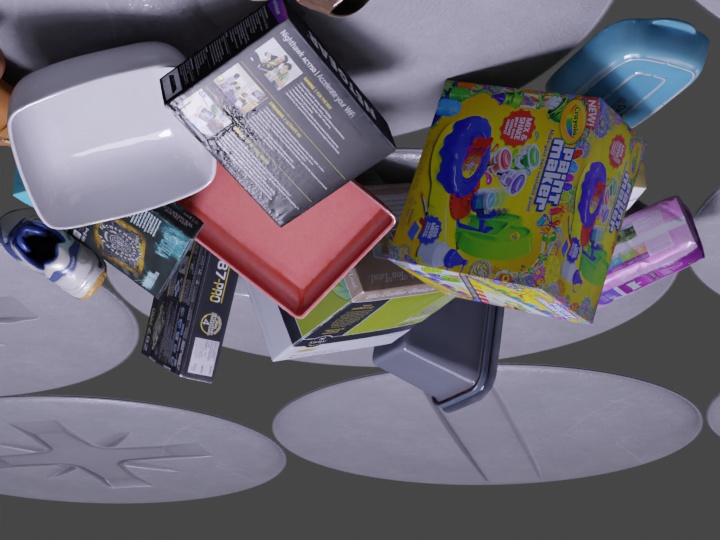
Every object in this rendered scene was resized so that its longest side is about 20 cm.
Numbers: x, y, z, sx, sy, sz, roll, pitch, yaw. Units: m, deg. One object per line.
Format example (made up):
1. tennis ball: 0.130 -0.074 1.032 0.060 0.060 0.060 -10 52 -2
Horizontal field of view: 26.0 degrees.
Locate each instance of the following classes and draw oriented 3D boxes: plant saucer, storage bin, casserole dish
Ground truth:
1. plant saucer: -0.085 -0.068 1.682 0.199 0.037 0.200 38 129 -8
2. storage bin: 0.094 0.066 2.048 0.133 0.202 0.145 24 150 -24
3. casserole dish: 0.269 -0.192 1.584 0.120 0.039 0.200 10 157 -21

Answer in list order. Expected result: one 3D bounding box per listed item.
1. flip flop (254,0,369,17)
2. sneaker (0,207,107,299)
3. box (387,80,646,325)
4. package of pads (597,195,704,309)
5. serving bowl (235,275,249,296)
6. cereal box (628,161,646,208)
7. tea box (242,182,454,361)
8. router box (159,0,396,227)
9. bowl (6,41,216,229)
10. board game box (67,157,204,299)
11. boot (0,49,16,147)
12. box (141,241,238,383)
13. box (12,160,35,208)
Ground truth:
1. flip flop: -0.008 -0.257 1.398 0.197 0.058 0.081 1 158 -2
2. sneaker: -0.384 -0.039 1.867 0.199 0.076 0.088 26 170 41
3. box: 0.161 -0.071 1.597 0.191 0.202 0.122 11 168 37
4. package of pads: 0.314 -0.013 1.889 0.198 0.076 0.120 -26 166 15
5. serving bowl: -0.131 -0.004 1.981 0.198 0.067 0.200 8 -177 0
6. cereal box: 0.242 -0.077 1.868 0.142 0.040 0.200 3 158 -10
7. tea box: 0.000 0.000 1.837 0.199 0.135 0.196 -6 159 -43
8. router box: -0.078 -0.152 1.529 0.148 0.051 0.200 -32 130 13
9. bowl: -0.252 -0.147 1.578 0.198 0.075 0.201 -15 143 -7
10. board game box: -0.255 -0.047 1.750 0.135 0.028 0.200 36 153 -3
11. boot: -0.368 -0.173 1.589 0.154 0.078 0.199 19 153 -37
12. box: -0.196 0.019 1.838 0.049 0.202 0.161 12 -179 -28
13. box: -0.293 -0.110 1.784 0.198 0.050 0.082 -10 156 26
